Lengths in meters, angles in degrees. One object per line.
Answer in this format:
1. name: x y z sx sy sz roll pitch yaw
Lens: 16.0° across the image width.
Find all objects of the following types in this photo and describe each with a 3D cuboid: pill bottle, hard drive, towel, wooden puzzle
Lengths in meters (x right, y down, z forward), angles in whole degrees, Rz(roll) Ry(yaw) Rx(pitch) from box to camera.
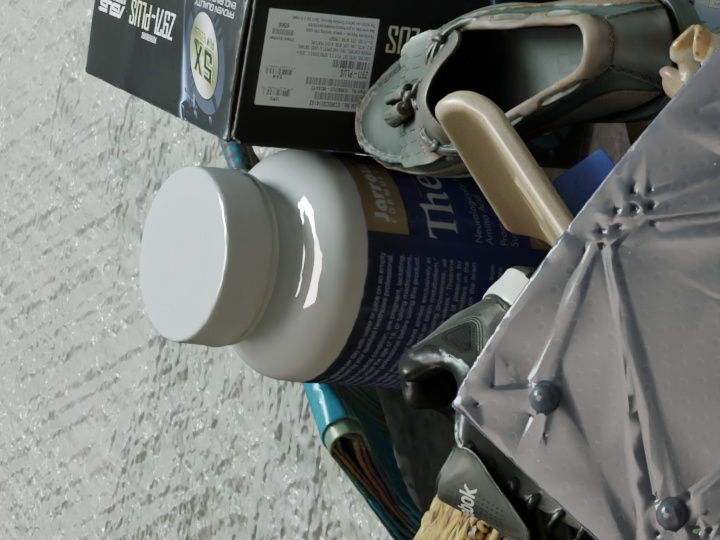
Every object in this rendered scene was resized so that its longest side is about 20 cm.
1. pill bottle: 0.000 0.000 1.232 0.111 0.199 0.112 -12 75 55
2. hard drive: 0.140 0.011 0.925 0.135 0.042 0.200 42 100 23
3. towel: -0.018 0.037 1.353 0.147 0.022 0.201 58 -170 -56
4. wooden puzzle: 0.120 0.018 1.061 0.046 0.185 0.200 -38 69 2

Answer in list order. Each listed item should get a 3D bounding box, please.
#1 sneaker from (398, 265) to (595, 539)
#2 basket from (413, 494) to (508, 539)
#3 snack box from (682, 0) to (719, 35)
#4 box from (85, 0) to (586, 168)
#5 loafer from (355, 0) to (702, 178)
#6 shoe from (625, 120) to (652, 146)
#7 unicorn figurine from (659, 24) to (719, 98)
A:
1. sneaker: 0.081 0.090 1.058 0.200 0.090 0.067 54 161 33
2. basket: 0.098 0.156 1.200 0.143 0.148 0.200 -75 7 -58
3. snack box: 0.137 -0.178 1.127 0.200 0.053 0.143 -129 50 -64
4. box: -0.009 -0.113 1.256 0.164 0.199 0.087 28 112 56
5. loafer: 0.056 -0.083 1.091 0.200 0.063 0.072 -13 80 50
6. shoe: 0.173 -0.011 1.090 0.053 0.070 0.201 -36 59 21
7. unicorn figurine: 0.205 -0.076 0.974 0.137 0.074 0.200 44 127 0
